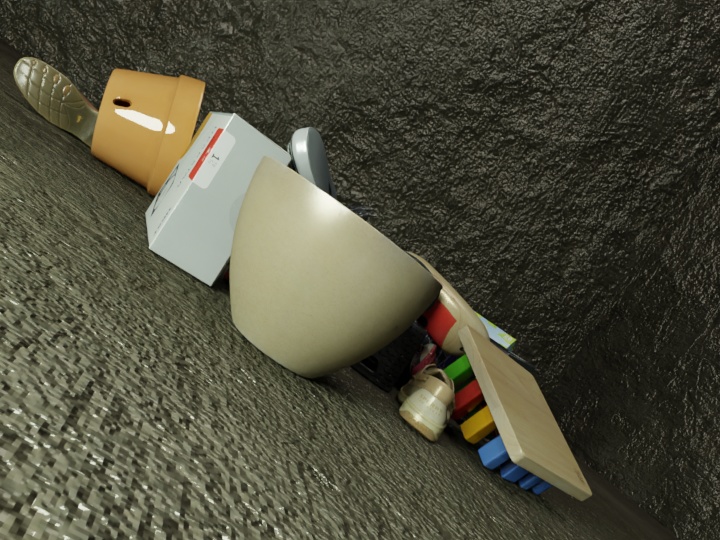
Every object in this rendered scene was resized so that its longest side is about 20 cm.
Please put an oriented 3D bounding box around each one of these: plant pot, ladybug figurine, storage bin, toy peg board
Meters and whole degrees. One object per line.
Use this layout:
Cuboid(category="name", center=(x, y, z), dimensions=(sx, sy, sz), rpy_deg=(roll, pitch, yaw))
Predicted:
Cuboid(category="plant pot", center=(-0.344, -0.228, 0.954), dimensions=(0.137, 0.206, 0.200), rpy_deg=(16, 7, -22))
Cuboid(category="plant pot", center=(-0.042, 0.014, 0.536), dimensions=(0.198, 0.136, 0.200), rpy_deg=(35, 1, 0))
Cuboid(category="ladybug figurine", center=(0.113, 0.055, 0.908), dimensions=(0.201, 0.072, 0.136), rpy_deg=(49, 0, 28))
Cuboid(category="storage bin", center=(0.008, 0.078, 0.843), dimensions=(0.134, 0.095, 0.200), rpy_deg=(35, 1, -2))
Cuboid(category="toy peg board", center=(0.193, 0.214, 0.812), dimensions=(0.198, 0.097, 0.202), rpy_deg=(35, 26, -37))

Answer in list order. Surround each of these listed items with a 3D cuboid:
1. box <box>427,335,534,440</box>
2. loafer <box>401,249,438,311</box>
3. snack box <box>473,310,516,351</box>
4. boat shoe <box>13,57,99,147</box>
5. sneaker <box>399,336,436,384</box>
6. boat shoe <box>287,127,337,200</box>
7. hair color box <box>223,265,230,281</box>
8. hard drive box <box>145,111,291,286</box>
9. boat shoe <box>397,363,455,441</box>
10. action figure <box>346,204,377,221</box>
Cuboid(category="box", center=(0.185, 0.176, 1.035), dimensions=(0.078, 0.144, 0.199), rpy_deg=(25, 5, -31))
Cuboid(category="loafer", center=(0.028, -0.009, 0.772), dimensions=(0.198, 0.069, 0.070), rpy_deg=(32, 9, -34))
Cuboid(category="snack box", center=(0.200, 0.164, 1.230), dimensions=(0.167, 0.069, 0.198), rpy_deg=(34, 43, 28))
Cuboid(category="boat shoe", center=(-0.491, -0.270, 0.995), dimensions=(0.067, 0.073, 0.200), rpy_deg=(27, -13, 46))
Cuboid(category="sneaker", center=(0.077, 0.148, 0.932), dimensions=(0.072, 0.083, 0.200), rpy_deg=(6, 0, -1))
Cuboid(category="boat shoe", center=(-0.071, -0.106, 0.705), dimensions=(0.066, 0.076, 0.199), rpy_deg=(-2, -9, 4))
Cuboid(category="hair color box", center=(-0.085, -0.021, 0.783), dimensions=(0.110, 0.065, 0.201), rpy_deg=(36, 25, -2))
Cuboid(category="hard drive box", center=(-0.169, -0.092, 0.671), dimensions=(0.076, 0.158, 0.199), rpy_deg=(33, 0, -26))
Cuboid(category="boat shoe", center=(0.089, 0.153, 0.722), dimensions=(0.070, 0.065, 0.200), rpy_deg=(35, 0, 5))
Cuboid(category="action figure", center=(0.000, 0.000, 0.994), dimensions=(0.099, 0.207, 0.119), rpy_deg=(1, 15, -15))
